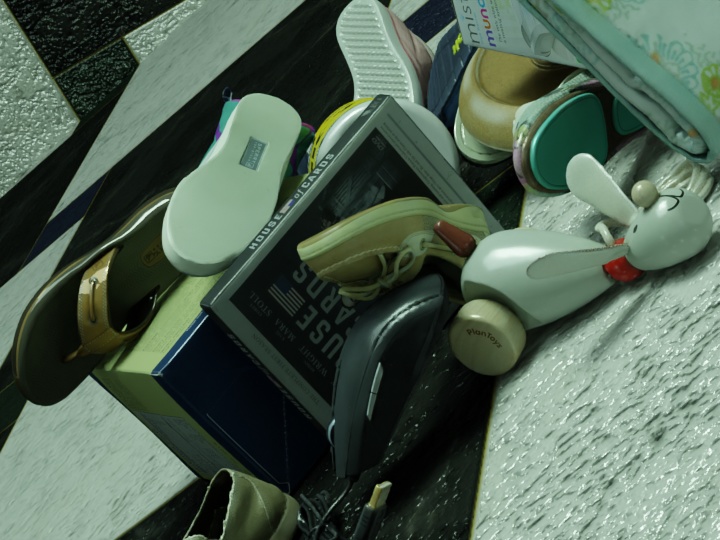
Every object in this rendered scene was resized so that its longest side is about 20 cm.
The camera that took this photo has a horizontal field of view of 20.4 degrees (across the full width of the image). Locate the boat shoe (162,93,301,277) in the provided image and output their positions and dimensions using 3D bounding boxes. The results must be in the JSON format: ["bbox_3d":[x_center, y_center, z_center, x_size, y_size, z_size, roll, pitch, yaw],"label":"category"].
[{"bbox_3d":[-0.094,-0.048,1.448,0.201,0.070,0.072,-65,0,-50],"label":"boat shoe"}]

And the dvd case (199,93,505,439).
[{"bbox_3d":[0.000,0.000,1.407,0.200,0.150,0.025,-50,25,-16],"label":"dvd case"}]

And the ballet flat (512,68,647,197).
[{"bbox_3d":[0.150,-0.106,1.360,0.071,0.070,0.199,12,35,41],"label":"ballet flat"}]

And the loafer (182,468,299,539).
[{"bbox_3d":[-0.113,0.213,1.318,0.076,0.067,0.201,-26,25,48],"label":"loafer"}]

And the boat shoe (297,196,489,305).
[{"bbox_3d":[0.032,-0.005,1.322,0.073,0.064,0.200,-25,-12,26],"label":"boat shoe"}]

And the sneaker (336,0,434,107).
[{"bbox_3d":[0.041,-0.158,1.860,0.075,0.104,0.202,-31,50,24],"label":"sneaker"}]

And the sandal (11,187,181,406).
[{"bbox_3d":[-0.178,0.022,1.481,0.200,0.082,0.055,-41,38,-7],"label":"sandal"}]

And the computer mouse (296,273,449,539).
[{"bbox_3d":[0.000,0.097,1.250,0.201,0.046,0.141,-64,14,12],"label":"computer mouse"}]

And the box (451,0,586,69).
[{"bbox_3d":[0.187,-0.227,1.419,0.199,0.097,0.176,-28,26,-24],"label":"box"}]

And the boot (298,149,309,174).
[{"bbox_3d":[-0.070,-0.062,1.840,0.073,0.090,0.200,-40,17,17],"label":"boot"}]

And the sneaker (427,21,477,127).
[{"bbox_3d":[0.119,-0.189,1.734,0.200,0.082,0.075,127,147,-47],"label":"sneaker"}]

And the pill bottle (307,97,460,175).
[{"bbox_3d":[0.014,-0.083,1.621,0.114,0.114,0.200,-45,6,0],"label":"pill bottle"}]

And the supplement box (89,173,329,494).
[{"bbox_3d":[-0.076,0.046,1.511,0.200,0.134,0.199,-50,17,-17],"label":"supplement box"}]

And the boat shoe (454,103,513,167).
[{"bbox_3d":[0.129,-0.144,1.601,0.066,0.074,0.200,101,-167,-56],"label":"boat shoe"}]

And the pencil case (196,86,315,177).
[{"bbox_3d":[-0.115,-0.045,1.653,0.092,0.084,0.201,91,-156,-77],"label":"pencil case"}]

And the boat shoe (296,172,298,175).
[{"bbox_3d":[-0.078,-0.007,1.730,0.066,0.070,0.202,-3,54,6],"label":"boat shoe"}]

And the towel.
[{"bbox_3d":[0.197,-0.190,1.277,0.171,0.200,0.048,-47,3,-23],"label":"towel"}]

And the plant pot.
[{"bbox_3d":[0.161,-0.164,1.502,0.198,0.028,0.201,-21,34,15],"label":"plant pot"}]

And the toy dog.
[{"bbox_3d":[0.121,-0.020,1.254,0.199,0.096,0.132,-37,18,26],"label":"toy dog"}]
